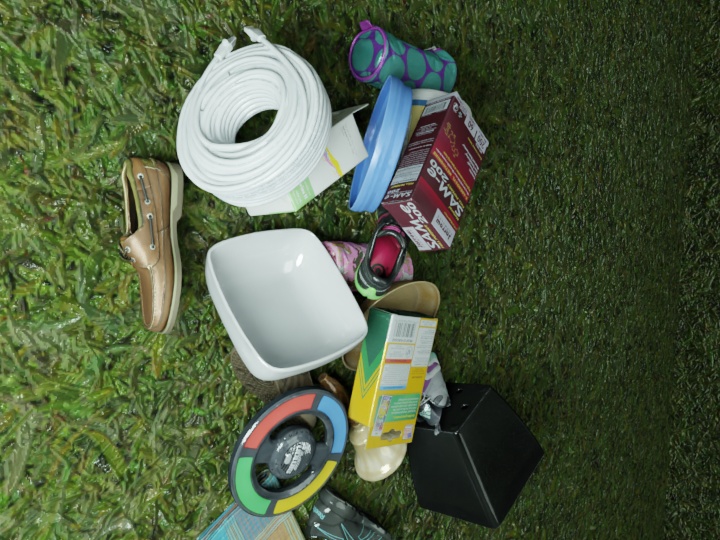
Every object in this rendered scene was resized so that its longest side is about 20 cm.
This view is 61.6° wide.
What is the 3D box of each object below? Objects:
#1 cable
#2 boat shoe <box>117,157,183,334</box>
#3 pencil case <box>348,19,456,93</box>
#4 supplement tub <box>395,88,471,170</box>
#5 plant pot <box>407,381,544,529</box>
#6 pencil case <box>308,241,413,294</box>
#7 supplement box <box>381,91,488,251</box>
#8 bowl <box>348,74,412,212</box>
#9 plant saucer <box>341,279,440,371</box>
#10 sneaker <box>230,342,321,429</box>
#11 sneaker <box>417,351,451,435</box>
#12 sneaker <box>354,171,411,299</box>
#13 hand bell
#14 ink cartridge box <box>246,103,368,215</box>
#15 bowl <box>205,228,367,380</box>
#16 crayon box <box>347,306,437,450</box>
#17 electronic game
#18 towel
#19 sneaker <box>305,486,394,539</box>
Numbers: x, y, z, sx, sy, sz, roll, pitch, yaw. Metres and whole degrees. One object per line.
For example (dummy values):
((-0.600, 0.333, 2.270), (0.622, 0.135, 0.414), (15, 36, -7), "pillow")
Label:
((-0.131, -0.177, 0.732), (0.202, 0.198, 0.069), (-52, 153, -6), "cable")
((-0.253, -0.029, 0.710), (0.067, 0.071, 0.208), (3, 83, -42), "boat shoe")
((0.073, -0.343, 1.009), (0.196, 0.084, 0.096), (-2, 96, -46), "pencil case")
((0.105, -0.181, 1.016), (0.142, 0.142, 0.207), (16, 83, -46), "supplement tub")
((0.200, 0.330, 1.152), (0.199, 0.197, 0.181), (-39, 111, -36), "plant pot")
((0.000, 0.000, 0.969), (0.197, 0.081, 0.090), (5, 91, -48), "pencil case")
((0.113, -0.143, 0.875), (0.109, 0.060, 0.204), (43, 59, -35), "supplement box")
((0.030, -0.185, 0.909), (0.038, 0.200, 0.207), (16, 80, -9), "bowl")
((0.045, 0.084, 1.004), (0.196, 0.036, 0.203), (-26, 144, -20), "plant saucer")
((-0.119, 0.151, 0.883), (0.202, 0.068, 0.077), (60, 37, -38), "sneaker")
((0.097, 0.223, 1.059), (0.196, 0.078, 0.143), (-3, 61, -46), "sneaker")
((0.052, -0.056, 0.893), (0.075, 0.084, 0.206), (19, 74, -12), "sneaker")
((-0.013, 0.236, 0.974), (0.105, 0.102, 0.202), (-52, 124, -29), "hand bell")
((-0.070, -0.157, 0.849), (0.199, 0.115, 0.069), (-42, 118, -35), "ink cartridge box")
((-0.107, 0.050, 0.817), (0.197, 0.075, 0.203), (-13, 64, -45), "bowl")
((0.049, 0.166, 0.944), (0.124, 0.051, 0.207), (10, 93, -49), "crayon box")
((-0.097, 0.258, 0.858), (0.196, 0.041, 0.206), (-19, 122, -33), "electronic game")
((-0.148, 0.418, 0.900), (0.146, 0.021, 0.205), (-40, 122, -36), "towel")
((-0.018, 0.438, 1.018), (0.200, 0.075, 0.080), (45, 75, -31), "sneaker")
